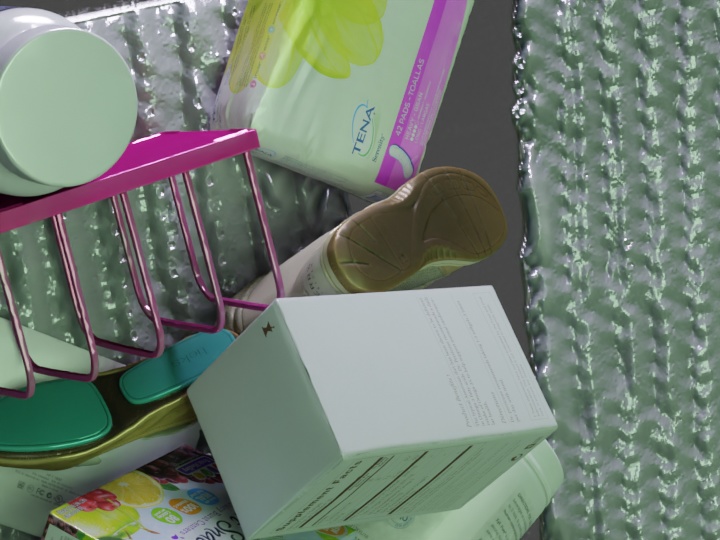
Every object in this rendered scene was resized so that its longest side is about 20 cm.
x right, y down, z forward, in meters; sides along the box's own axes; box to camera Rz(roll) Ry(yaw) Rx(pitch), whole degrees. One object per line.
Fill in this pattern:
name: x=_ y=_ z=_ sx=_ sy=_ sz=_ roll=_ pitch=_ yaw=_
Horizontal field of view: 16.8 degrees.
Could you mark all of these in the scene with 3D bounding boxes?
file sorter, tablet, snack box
file sorter: x=-0.168 y=-0.005 z=1.597 sx=0.199 sy=0.139 sz=0.126 roll=-20 pitch=102 yaw=-28
tablet: x=-0.205 y=0.117 z=1.670 sx=0.199 sy=0.014 sz=0.131 roll=23 pitch=84 yaw=-32
snack box: x=-0.105 y=0.184 z=1.594 sx=0.200 sy=0.141 sz=0.053 roll=-24 pitch=138 yaw=-67

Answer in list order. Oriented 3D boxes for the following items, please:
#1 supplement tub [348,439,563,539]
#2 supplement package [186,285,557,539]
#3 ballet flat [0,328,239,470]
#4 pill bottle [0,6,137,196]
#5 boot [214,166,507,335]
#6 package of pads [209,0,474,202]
supplement tub: x=0.038 y=0.184 z=1.758 sx=0.200 sy=0.132 sz=0.132 roll=-46 pitch=117 yaw=-18
supplement package: x=0.008 y=0.092 z=1.614 sx=0.199 sy=0.117 sz=0.118 roll=-2 pitch=60 yaw=-42
ballet flat: x=-0.164 y=0.100 z=1.640 sx=0.198 sy=0.069 sz=0.063 roll=-18 pitch=139 yaw=-11
pill bottle: x=-0.222 y=-0.107 z=1.520 sx=0.115 sy=0.200 sz=0.117 roll=-4 pitch=98 yaw=-31
boot: x=0.000 y=0.000 z=1.710 sx=0.199 sy=0.154 sz=0.072 roll=-24 pitch=84 yaw=-50
package of pads: x=-0.010 y=-0.162 z=1.721 sx=0.154 sy=0.068 sz=0.202 roll=19 pitch=86 yaw=-32
